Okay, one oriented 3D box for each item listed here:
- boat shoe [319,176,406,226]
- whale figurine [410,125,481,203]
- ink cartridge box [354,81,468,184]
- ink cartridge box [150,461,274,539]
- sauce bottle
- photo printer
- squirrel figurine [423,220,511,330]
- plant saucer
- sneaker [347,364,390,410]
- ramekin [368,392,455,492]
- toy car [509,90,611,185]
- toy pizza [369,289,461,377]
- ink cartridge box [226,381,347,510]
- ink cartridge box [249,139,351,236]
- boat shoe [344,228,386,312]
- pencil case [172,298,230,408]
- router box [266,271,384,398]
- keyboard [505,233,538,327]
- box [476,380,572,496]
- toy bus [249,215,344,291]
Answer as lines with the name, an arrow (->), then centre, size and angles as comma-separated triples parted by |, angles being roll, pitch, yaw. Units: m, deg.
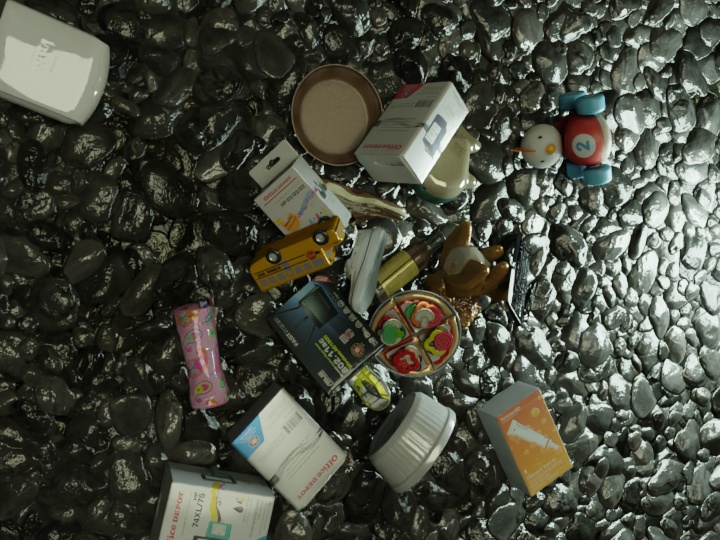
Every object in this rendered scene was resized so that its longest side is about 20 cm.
boat shoe -> -0.005, -0.127, 1.579 | 0.198, 0.075, 0.076 | 18, 97, -11
whale figurine -> 0.177, -0.224, 1.631 | 0.158, 0.104, 0.201 | 40, 55, -1
ink cartridge box -> 0.102, -0.276, 1.542 | 0.085, 0.143, 0.202 | 48, 66, -35
ink cartridge box -> -0.283, 0.465, 1.453 | 0.196, 0.146, 0.150 | 14, 87, -18
sauce bottle -> 0.098, -0.012, 1.615 | 0.199, 0.065, 0.065 | -37, 102, -14
photo printer -> -0.557, -0.364, 1.375 | 0.196, 0.069, 0.170 | 21, 85, -18
squirrel figurine -> 0.242, 0.029, 1.642 | 0.185, 0.143, 0.200 | 24, 120, -40
plant saucer -> -0.050, -0.315, 1.570 | 0.196, 0.037, 0.206 | -1, 92, -20
sneaker -> -0.015, 0.205, 1.581 | 0.074, 0.085, 0.202 | -32, 80, -11
ramekin -> 0.097, 0.340, 1.562 | 0.094, 0.202, 0.204 | 38, 80, -3
toy car -> 0.426, -0.274, 1.677 | 0.195, 0.177, 0.188 | -14, 108, -5
toy pizza -> 0.113, 0.137, 1.598 | 0.195, 0.032, 0.205 | 0, 112, 0
ink cartridge box -> -0.147, 0.348, 1.530 | 0.145, 0.083, 0.201 | -45, 104, -13
ink cartridge box -> -0.126, -0.139, 1.505 | 0.114, 0.068, 0.200 | -36, 105, 24
boat shoe -> 0.000, 0.000, 1.552 | 0.065, 0.074, 0.202 | 5, 49, 18
pencil case -> -0.302, 0.160, 1.472 | 0.085, 0.087, 0.205 | -10, 94, -18
router box -> -0.070, 0.127, 1.523 | 0.149, 0.062, 0.201 | -40, 79, -12
keyboard -> 0.344, 0.023, 1.598 | 0.105, 0.039, 0.203 | 58, 37, -38
box -> 0.362, 0.370, 1.700 | 0.123, 0.097, 0.203 | -29, 100, -16
toy bus -> -0.118, -0.033, 1.481 | 0.196, 0.065, 0.079 | -21, 114, 20
